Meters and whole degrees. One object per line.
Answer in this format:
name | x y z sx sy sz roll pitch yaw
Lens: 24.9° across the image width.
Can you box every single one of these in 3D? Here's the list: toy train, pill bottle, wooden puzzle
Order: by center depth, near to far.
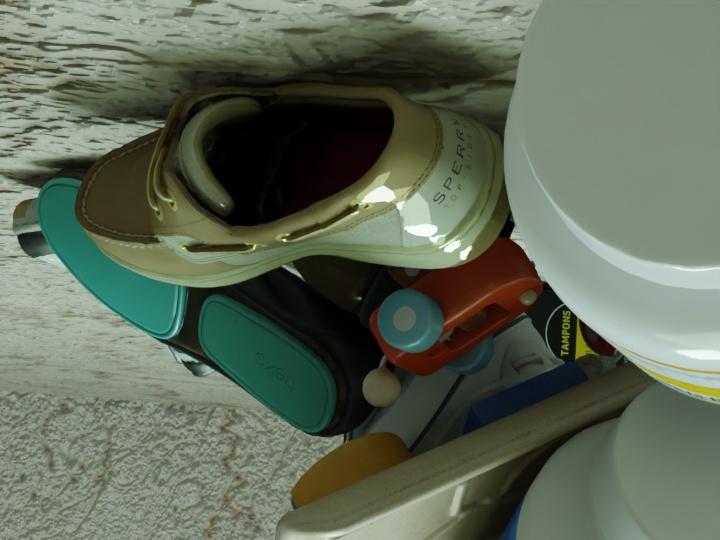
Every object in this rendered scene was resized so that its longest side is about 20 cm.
pill bottle | 0.101 -0.025 0.443 0.111 0.111 0.200 1 171 17
pill bottle | 0.105 0.124 0.623 0.112 0.112 0.200 5 143 -11
toy train | 0.080 0.001 0.674 0.150 0.056 0.200 -38 156 17
wooden puzzle | 0.037 0.103 0.692 0.185 0.046 0.200 -21 153 -22

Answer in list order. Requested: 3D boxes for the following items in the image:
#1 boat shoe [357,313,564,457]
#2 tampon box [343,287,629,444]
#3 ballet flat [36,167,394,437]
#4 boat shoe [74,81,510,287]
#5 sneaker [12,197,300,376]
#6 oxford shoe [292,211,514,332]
boat shoe | 0.057 0.063 0.770 0.066 0.072 0.200 41 -166 8
tampon box | 0.091 0.090 1.094 0.199 0.150 0.126 4 172 -2
ballet flat | -0.064 0.009 0.759 0.200 0.073 0.073 33 -175 26
boat shoe | -0.040 -0.038 0.596 0.200 0.074 0.066 -5 155 38
sneaker | -0.091 0.010 0.857 0.200 0.088 0.076 12 170 -38
oxford shoe | 0.019 -0.015 0.760 0.084 0.073 0.200 32 -174 14
